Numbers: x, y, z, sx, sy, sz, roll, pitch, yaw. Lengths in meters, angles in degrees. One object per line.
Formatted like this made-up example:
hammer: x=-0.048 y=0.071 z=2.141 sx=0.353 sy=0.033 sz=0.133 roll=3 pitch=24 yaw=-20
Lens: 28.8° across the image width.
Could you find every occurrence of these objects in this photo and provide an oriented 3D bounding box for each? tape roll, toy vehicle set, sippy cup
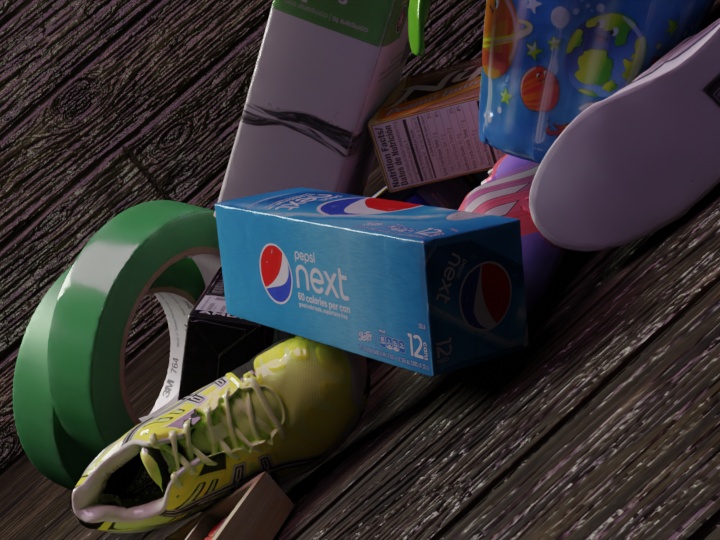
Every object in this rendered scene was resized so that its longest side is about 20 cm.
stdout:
tape roll: x=-0.144 y=0.051 z=1.052 sx=0.048 sy=0.201 sz=0.200 roll=13 pitch=43 yaw=34
toy vehicle set: x=-0.118 y=0.192 z=0.718 sx=0.124 sy=0.027 sz=0.200 roll=-37 pitch=8 yaw=31
tape roll: x=-0.182 y=0.081 z=1.104 sx=0.048 sy=0.201 sz=0.200 roll=14 pitch=44 yaw=34
sippy cup: x=0.123 y=-0.124 z=0.768 sx=0.139 sy=0.177 sz=0.131 roll=-18 pitch=-58 yaw=-61

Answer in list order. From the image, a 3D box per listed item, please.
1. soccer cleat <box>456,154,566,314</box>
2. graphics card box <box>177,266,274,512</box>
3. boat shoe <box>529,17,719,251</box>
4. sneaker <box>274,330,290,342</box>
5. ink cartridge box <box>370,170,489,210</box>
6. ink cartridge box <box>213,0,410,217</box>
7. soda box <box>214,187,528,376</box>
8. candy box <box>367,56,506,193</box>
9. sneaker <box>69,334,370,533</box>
soccer cleat: x=0.103 y=-0.034 z=0.797 sx=0.076 sy=0.067 sz=0.200 roll=-26 pitch=12 yaw=19
graphics card box: x=-0.090 y=0.075 z=0.948 sx=0.200 sy=0.050 sz=0.126 roll=-95 pitch=14 yaw=-80
boat shoe: x=0.173 y=-0.079 z=0.703 sx=0.200 sy=0.074 sz=0.065 roll=-36 pitch=-8 yaw=12
sneaker: x=-0.080 y=0.047 z=1.223 sx=0.200 sy=0.080 sz=0.070 roll=-40 pitch=8 yaw=18
ink cartridge box: x=0.029 y=-0.011 z=1.005 sx=0.136 sy=0.076 sz=0.200 roll=-37 pitch=9 yaw=31
ink cartridge box: x=-0.023 y=-0.128 z=0.982 sx=0.146 sy=0.084 sz=0.201 roll=-54 pitch=-16 yaw=-69
soda box: x=0.000 y=0.000 z=0.747 sx=0.064 sy=0.068 sz=0.199 roll=-14 pitch=15 yaw=-34
candy box: x=0.115 y=-0.115 z=0.942 sx=0.199 sy=0.056 sz=0.116 roll=-13 pitch=18 yaw=19
sneaker: x=-0.079 y=0.101 z=0.796 sx=0.200 sy=0.076 sz=0.076 roll=-35 pitch=-7 yaw=21
